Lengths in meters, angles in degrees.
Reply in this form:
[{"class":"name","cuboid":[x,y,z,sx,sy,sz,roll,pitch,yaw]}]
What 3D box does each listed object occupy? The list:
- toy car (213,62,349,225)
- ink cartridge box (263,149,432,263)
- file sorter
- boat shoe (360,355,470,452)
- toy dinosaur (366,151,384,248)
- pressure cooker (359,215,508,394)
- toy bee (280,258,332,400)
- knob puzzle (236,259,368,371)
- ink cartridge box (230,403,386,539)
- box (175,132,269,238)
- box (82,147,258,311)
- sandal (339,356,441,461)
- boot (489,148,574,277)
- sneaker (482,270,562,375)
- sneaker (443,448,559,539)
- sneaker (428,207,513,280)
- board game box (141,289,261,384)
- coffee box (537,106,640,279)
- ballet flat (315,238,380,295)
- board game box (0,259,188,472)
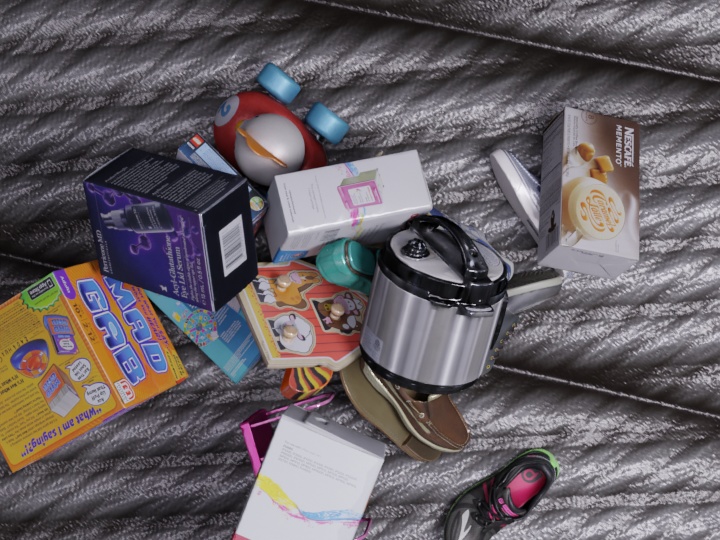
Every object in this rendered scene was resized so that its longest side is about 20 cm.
[{"class":"toy car","cuboid":[-0.134,-0.174,1.686,0.176,0.200,0.185,39,95,4]},{"class":"ink cartridge box","cuboid":[-0.020,-0.083,1.640,0.198,0.145,0.086,-10,78,-15]},{"class":"file sorter","cuboid":[-0.069,0.282,1.722,0.124,0.139,0.202,-17,90,5]},{"class":"boat shoe","cuboid":[0.087,0.177,1.700,0.202,0.075,0.075,42,57,-20]},{"class":"toy dinosaur","cuboid":[-0.006,-0.063,1.758,0.100,0.058,0.203,-5,94,-9]},{"class":"pressure cooker","cuboid":[0.097,0.035,1.586,0.174,0.179,0.202,19,115,14]},{"class":"toy bee","cuboid":[-0.047,0.087,1.731,0.108,0.131,0.202,14,82,-18]},{"class":"knob puzzle","cuboid":[-0.060,0.049,1.660,0.218,0.220,0.031,29,129,4]},{"class":"ink cartridge box","cuboid":[-0.067,0.291,1.582,0.143,0.145,0.202,22,91,2]},{"class":"box","cuboid":[-0.197,-0.091,1.699,0.137,0.200,0.038,44,69,3]},{"class":"box","cuboid":[-0.243,-0.055,1.604,0.198,0.104,0.149,15,127,28]},{"class":"sandal","cuboid":[0.024,0.193,1.742,0.212,0.069,0.078,47,58,-17]},{"class":"boot","cuboid":[0.263,-0.097,1.718,0.090,0.073,0.201,-33,92,-5]},{"class":"sneaker","cuboid":[0.196,0.075,1.730,0.198,0.075,0.107,-20,102,5]},{"class":"sneaker","cuboid":[0.189,0.321,1.721,0.200,0.084,0.077,-45,86,5]},{"class":"sneaker","cuboid":[0.126,-0.037,1.731,0.200,0.088,0.076,46,132,23]},{"class":"board game box","cuboid":[-0.201,0.039,1.738,0.200,0.047,0.151,44,131,4]},{"class":"coffee box","cuboid":[0.304,-0.102,1.652,0.113,0.080,0.202,11,68,-12]},{"class":"ballet flat","cuboid":[0.000,0.000,1.678,0.070,0.200,0.068,-10,73,26]},{"class":"board game box","cuboid":[-0.397,0.121,1.704,0.199,0.200,0.201,-29,88,18]}]
